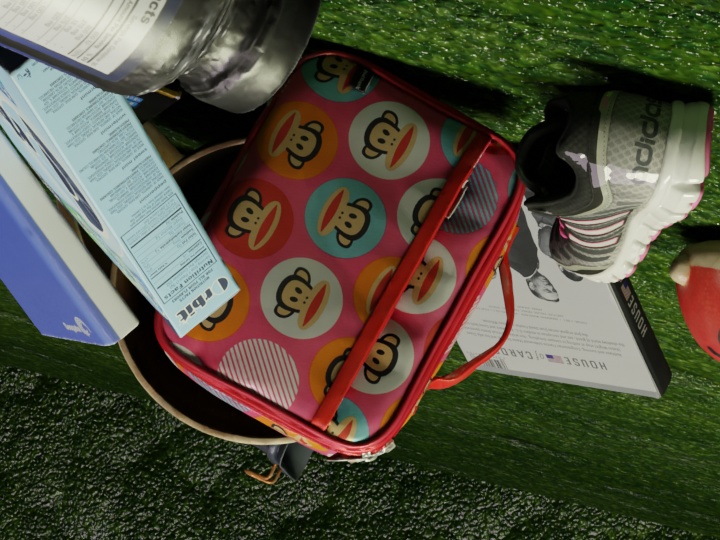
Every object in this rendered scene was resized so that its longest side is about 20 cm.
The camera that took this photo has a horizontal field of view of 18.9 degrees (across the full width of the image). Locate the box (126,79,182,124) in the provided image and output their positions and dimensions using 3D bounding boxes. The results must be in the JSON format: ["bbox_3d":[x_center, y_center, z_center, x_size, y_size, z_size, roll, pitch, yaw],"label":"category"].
[{"bbox_3d":[-0.194,-0.131,1.267,0.158,0.050,0.200,17,170,-17],"label":"box"}]

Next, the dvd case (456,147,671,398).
[{"bbox_3d":[0.098,-0.001,1.349,0.149,0.025,0.201,8,143,37],"label":"dvd case"}]

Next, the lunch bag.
[{"bbox_3d":[0.000,0.000,1.177,0.175,0.201,0.082,29,171,4],"label":"lunch bag"}]

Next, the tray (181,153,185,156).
[{"bbox_3d":[-0.104,-0.060,1.589,0.198,0.022,0.107,16,171,0],"label":"tray"}]

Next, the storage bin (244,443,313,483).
[{"bbox_3d":[-0.120,0.166,2.566,0.133,0.147,0.200,24,172,10],"label":"storage bin"}]

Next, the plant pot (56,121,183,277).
[{"bbox_3d":[-0.141,-0.014,1.427,0.027,0.202,0.200,-24,153,21],"label":"plant pot"}]

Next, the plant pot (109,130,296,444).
[{"bbox_3d":[-0.062,-0.011,1.369,0.185,0.188,0.200,17,-168,-8],"label":"plant pot"}]

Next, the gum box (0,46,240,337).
[{"bbox_3d":[-0.153,-0.081,1.089,0.170,0.044,0.201,43,166,43],"label":"gum box"}]

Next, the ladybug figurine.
[{"bbox_3d":[0.282,0.037,1.355,0.198,0.073,0.136,18,170,-7],"label":"ladybug figurine"}]

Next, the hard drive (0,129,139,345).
[{"bbox_3d":[-0.214,-0.045,1.246,0.201,0.025,0.132,56,159,-17],"label":"hard drive"}]

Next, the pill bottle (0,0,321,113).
[{"bbox_3d":[-0.118,-0.140,0.904,0.199,0.113,0.111,22,168,-32],"label":"pill bottle"}]

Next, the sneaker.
[{"bbox_3d":[0.121,-0.050,1.143,0.087,0.074,0.200,16,165,-4],"label":"sneaker"}]
